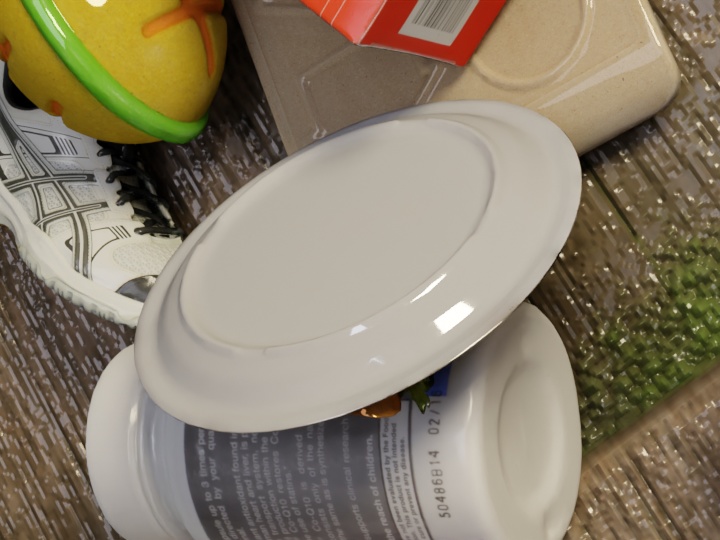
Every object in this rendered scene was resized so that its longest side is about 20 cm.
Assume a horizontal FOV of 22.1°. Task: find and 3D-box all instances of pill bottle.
[{"bbox_3d":[-0.014,0.074,0.808,0.198,0.114,0.115,-4,84,29],"label":"pill bottle"}]

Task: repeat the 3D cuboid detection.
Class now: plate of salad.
[{"bbox_3d":[0.000,0.000,0.753,0.199,0.048,0.201,-21,33,14],"label":"plate of salad"}]

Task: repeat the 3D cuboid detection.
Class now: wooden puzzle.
[{"bbox_3d":[0.033,-0.126,0.840,0.184,0.046,0.201,-28,77,26],"label":"wooden puzzle"}]

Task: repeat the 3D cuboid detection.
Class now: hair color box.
[{"bbox_3d":[-0.033,-0.170,0.793,0.200,0.101,0.061,41,108,23],"label":"hair color box"}]

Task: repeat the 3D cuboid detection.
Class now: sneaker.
[{"bbox_3d":[-0.133,-0.042,0.908,0.199,0.075,0.088,35,103,27],"label":"sneaker"}]

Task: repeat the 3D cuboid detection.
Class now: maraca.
[{"bbox_3d":[-0.128,-0.142,0.875,0.107,0.137,0.201,-34,57,16],"label":"maraca"}]
